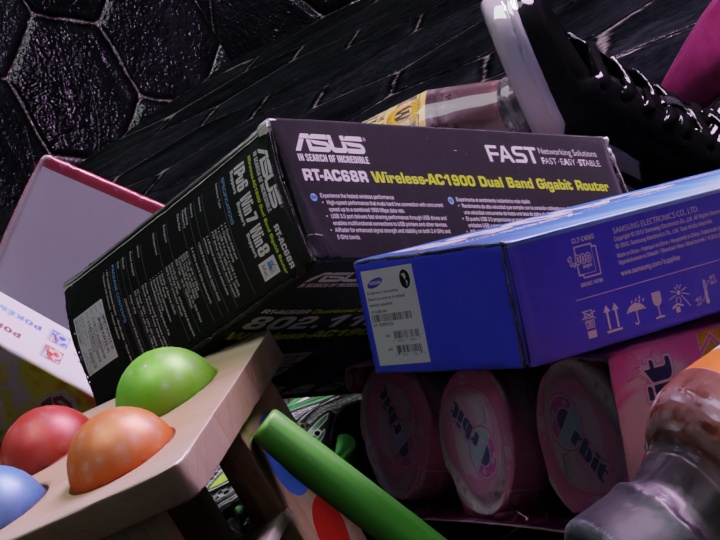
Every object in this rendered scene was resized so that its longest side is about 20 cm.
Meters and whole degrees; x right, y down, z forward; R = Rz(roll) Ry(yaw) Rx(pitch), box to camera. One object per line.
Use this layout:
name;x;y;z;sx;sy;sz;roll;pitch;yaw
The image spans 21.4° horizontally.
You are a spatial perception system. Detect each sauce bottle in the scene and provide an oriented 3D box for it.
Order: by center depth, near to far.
sauce bottle;0.034;-0.061;1.013;0.200;0.066;0.066;-26;12;24

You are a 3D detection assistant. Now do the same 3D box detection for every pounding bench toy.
pounding bench toy;-0.038;0.102;0.684;0.200;0.156;0.124;-25;13;19

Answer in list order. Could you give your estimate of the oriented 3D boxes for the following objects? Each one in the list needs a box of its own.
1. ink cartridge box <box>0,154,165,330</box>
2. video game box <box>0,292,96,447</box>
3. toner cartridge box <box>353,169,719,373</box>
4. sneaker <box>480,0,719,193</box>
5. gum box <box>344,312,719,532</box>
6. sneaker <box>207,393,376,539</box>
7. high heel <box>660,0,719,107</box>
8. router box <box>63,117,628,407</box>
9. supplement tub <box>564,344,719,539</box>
ink cartridge box;-0.138;0.036;1.039;0.200;0.145;0.145;170;122;-78
video game box;-0.217;0.092;0.912;0.200;0.182;0.047;-56;12;26
toner cartridge box;0.107;-0.007;0.682;0.199;0.043;0.095;-14;5;-31
sneaker;0.143;-0.072;0.881;0.112;0.200;0.073;-28;34;12
gum box;0.088;0.053;0.732;0.113;0.066;0.200;-13;3;-28
sneaker;-0.042;0.103;0.880;0.200;0.078;0.085;-37;15;-32
high heel;0.177;-0.109;1.199;0.200;0.096;0.067;-24;14;24
router box;0.000;0.000;0.800;0.200;0.062;0.150;-2;-24;-43
supplement tub;0.159;0.049;0.565;0.200;0.107;0.107;-32;12;-14
